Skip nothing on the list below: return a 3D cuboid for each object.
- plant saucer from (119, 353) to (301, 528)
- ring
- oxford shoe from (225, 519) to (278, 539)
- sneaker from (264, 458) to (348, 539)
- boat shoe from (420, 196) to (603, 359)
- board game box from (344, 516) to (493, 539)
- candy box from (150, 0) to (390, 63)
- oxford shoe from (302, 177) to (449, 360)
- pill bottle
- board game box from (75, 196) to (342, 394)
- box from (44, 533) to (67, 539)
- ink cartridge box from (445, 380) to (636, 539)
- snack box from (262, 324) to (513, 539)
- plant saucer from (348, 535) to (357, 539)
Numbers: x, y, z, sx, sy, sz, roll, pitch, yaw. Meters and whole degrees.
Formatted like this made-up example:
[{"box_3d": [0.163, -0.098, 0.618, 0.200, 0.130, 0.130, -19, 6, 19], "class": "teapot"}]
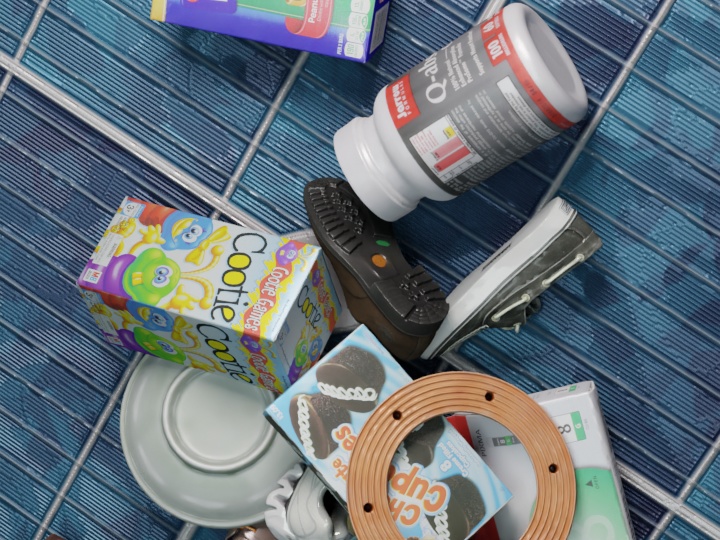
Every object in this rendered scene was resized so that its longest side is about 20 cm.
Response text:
[{"box_3d": [-0.126, 0.135, 1.688, 0.200, 0.050, 0.200, -1, 76, 5], "class": "plant saucer"}, {"box_3d": [0.086, 0.186, 1.569, 0.200, 0.019, 0.201, 2, 79, -8], "class": "ring"}, {"box_3d": [-0.085, 0.227, 1.714, 0.071, 0.073, 0.200, 0, 91, 37], "class": "oxford shoe"}, {"box_3d": [-0.013, 0.156, 1.652, 0.081, 0.075, 0.200, 1, 66, 53], "class": "sneaker"}, {"box_3d": [0.127, 0.023, 1.617, 0.064, 0.071, 0.200, 44, 117, -6], "class": "boat shoe"}, {"box_3d": [0.074, 0.260, 1.705, 0.200, 0.035, 0.136, -14, 97, 20], "class": "board game box"}, {"box_3d": [-0.071, -0.286, 1.596, 0.200, 0.077, 0.169, 13, 112, 11], "class": "candy box"}, {"box_3d": [0.000, 0.000, 1.632, 0.200, 0.073, 0.084, 59, 147, 32], "class": "oxford shoe"}, {"box_3d": [0.084, -0.131, 1.574, 0.200, 0.116, 0.116, -32, 91, 21], "class": "pill bottle"}, {"box_3d": [-0.134, 0.024, 1.651, 0.200, 0.103, 0.105, 14, 150, 21], "class": "board game box"}, {"box_3d": [-0.268, 0.385, 1.769, 0.200, 0.166, 0.164, 22, 106, 13], "class": "box"}, {"box_3d": [0.131, 0.199, 1.630, 0.200, 0.050, 0.161, -15, 97, 12], "class": "ink cartridge box"}, {"box_3d": [0.023, 0.160, 1.593, 0.116, 0.037, 0.200, -41, 87, -13], "class": "snack box"}, {"box_3d": [0.062, 0.313, 1.667, 0.200, 0.036, 0.200, 10, 114, 25], "class": "plant saucer"}]
